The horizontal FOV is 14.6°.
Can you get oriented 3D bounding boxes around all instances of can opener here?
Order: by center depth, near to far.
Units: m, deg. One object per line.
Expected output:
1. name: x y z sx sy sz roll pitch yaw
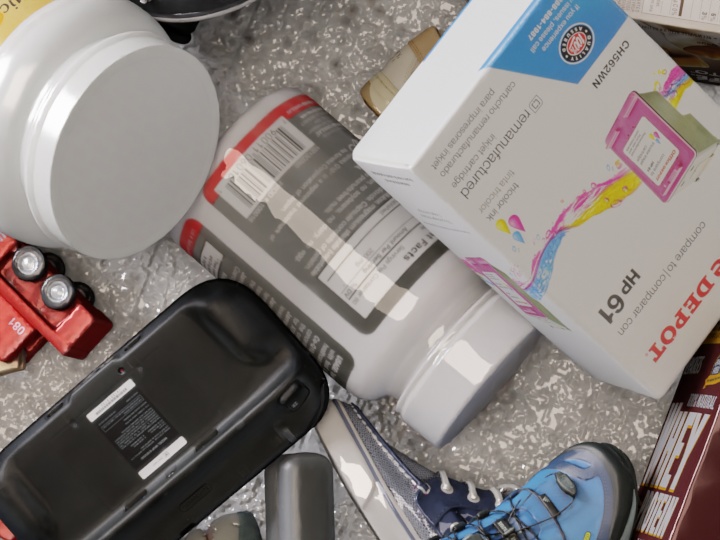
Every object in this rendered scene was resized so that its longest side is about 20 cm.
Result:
1. can opener: -0.022 0.202 1.581 0.066 0.053 0.201 -5 86 -21

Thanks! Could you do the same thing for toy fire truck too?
1. toy fire truck: -0.224 0.046 1.645 0.200 0.049 0.141 44 92 11

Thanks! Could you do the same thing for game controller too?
1. game controller: -0.115 0.095 1.576 0.200 0.042 0.104 -40 89 12

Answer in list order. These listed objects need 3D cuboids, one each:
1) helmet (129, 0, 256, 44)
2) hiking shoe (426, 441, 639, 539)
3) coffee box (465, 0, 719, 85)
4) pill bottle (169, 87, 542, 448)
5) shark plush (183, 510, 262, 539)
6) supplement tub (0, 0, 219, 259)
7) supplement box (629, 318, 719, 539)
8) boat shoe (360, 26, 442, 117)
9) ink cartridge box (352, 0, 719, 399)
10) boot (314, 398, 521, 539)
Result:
1. helmet: -0.094 -0.230 1.585 0.199 0.191 0.201 -1 83 8
2. hiking shoe: 0.067 0.165 1.501 0.200 0.087 0.074 -46 56 1
3. coffee box: 0.165 -0.160 1.582 0.199 0.114 0.080 10 81 8
4. pill bottle: 0.000 0.000 1.587 0.200 0.114 0.114 41 90 10
5. shark plush: -0.062 0.240 1.595 0.083 0.091 0.201 -19 75 -25
6. supplement tub: -0.188 -0.098 1.554 0.200 0.144 0.145 27 88 36
7. supplement box: 0.250 0.147 1.507 0.197 0.133 0.201 22 87 -3
8. boat shoe: 0.092 -0.064 1.601 0.200 0.074 0.069 40 96 11
9. ink cartridge box: 0.120 -0.049 1.501 0.200 0.085 0.145 42 80 -23
10. boot: 0.057 0.141 1.592 0.090 0.073 0.200 -33 88 -4
